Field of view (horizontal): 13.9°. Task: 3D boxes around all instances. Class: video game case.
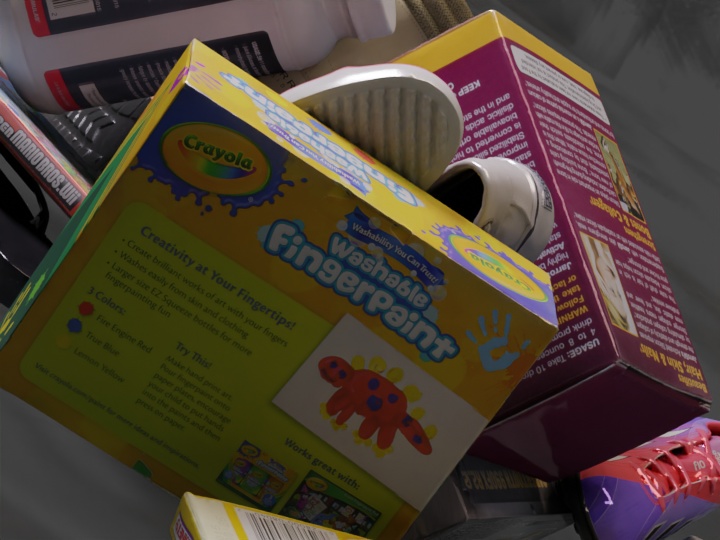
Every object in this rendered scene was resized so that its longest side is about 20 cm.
[{"bbox_3d":[-0.154,-0.052,1.524,0.200,0.017,0.143,47,1,10],"label":"video game case"}]

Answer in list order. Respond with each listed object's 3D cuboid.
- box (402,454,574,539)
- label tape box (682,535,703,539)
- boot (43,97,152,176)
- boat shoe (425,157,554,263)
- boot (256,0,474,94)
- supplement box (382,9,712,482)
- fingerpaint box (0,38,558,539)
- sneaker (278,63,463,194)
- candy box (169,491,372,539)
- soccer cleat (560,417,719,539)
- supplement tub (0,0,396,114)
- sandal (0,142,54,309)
[{"bbox_3d":[0.043,0.064,1.530,0.200,0.048,0.159,7,60,-67],"label":"box"},{"bbox_3d":[0.225,0.205,1.620,0.143,0.066,0.200,26,17,-40],"label":"label tape box"},{"bbox_3d":[-0.106,-0.037,1.670,0.138,0.077,0.200,51,-7,-32],"label":"boot"},{"bbox_3d":[0.004,0.019,1.396,0.066,0.200,0.072,16,40,-56],"label":"boat shoe"},{"bbox_3d":[0.006,-0.081,1.660,0.073,0.155,0.200,44,-13,30],"label":"boot"},{"bbox_3d":[0.081,-0.010,1.492,0.131,0.103,0.201,26,42,-60],"label":"supplement box"},{"bbox_3d":[-0.039,0.024,1.325,0.199,0.167,0.073,32,17,-11],"label":"fingerpaint box"},{"bbox_3d":[-0.035,-0.054,1.396,0.075,0.200,0.105,51,26,-18],"label":"sneaker"},{"bbox_3d":[0.021,0.149,1.260,0.199,0.027,0.102,17,20,-20],"label":"candy box"},{"bbox_3d":[0.162,0.112,1.590,0.200,0.073,0.069,-14,87,-70],"label":"soccer cleat"},{"bbox_3d":[-0.090,-0.165,1.534,0.140,0.199,0.141,-10,90,-84],"label":"supplement tub"},{"bbox_3d":[-0.183,-0.041,1.478,0.076,0.043,0.200,24,17,-44],"label":"sandal"}]
